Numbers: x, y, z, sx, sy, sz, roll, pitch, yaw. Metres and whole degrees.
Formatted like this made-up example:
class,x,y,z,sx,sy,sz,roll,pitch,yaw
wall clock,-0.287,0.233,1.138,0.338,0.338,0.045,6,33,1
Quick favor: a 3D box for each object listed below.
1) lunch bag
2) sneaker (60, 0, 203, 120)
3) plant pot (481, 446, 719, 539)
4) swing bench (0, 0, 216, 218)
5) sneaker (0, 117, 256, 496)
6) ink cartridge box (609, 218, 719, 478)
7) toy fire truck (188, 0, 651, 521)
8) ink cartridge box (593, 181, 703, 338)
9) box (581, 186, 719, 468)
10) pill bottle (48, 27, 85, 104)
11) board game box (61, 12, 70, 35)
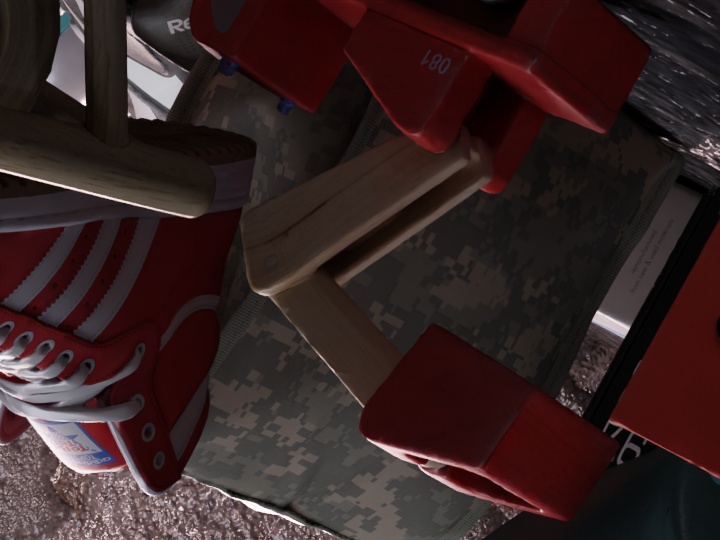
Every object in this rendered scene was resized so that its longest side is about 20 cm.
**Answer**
class,x,y,z,sx,sy,sz,roll,pitch,yaw
lunch bag,0.000,0.000,0.782,0.164,0.200,0.118,28,179,-43
sneaker,-0.073,-0.098,0.865,0.200,0.066,0.090,51,160,-24
plant pot,0.101,0.136,0.595,0.200,0.188,0.200,17,-136,-18
swing bench,-0.160,-0.088,0.522,0.200,0.130,0.199,-5,-165,-22
sneaker,-0.103,0.017,0.615,0.071,0.113,0.200,16,-165,32
ink cartridge box,0.165,0.035,0.446,0.200,0.109,0.050,29,179,9
toy fire truck,0.009,-0.030,0.608,0.200,0.141,0.049,28,177,42
ink cartridge box,0.063,-0.037,0.960,0.200,0.067,0.116,28,180,20
box,0.179,0.078,0.780,0.086,0.164,0.200,29,180,-36
pill bottle,-0.174,-0.142,1.016,0.200,0.112,0.112,28,179,-10
board game box,-0.223,-0.140,0.891,0.200,0.151,0.047,34,-159,-39
